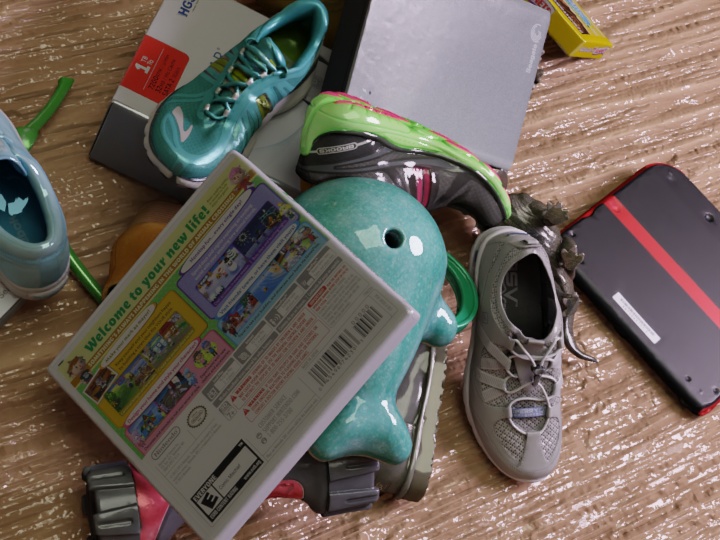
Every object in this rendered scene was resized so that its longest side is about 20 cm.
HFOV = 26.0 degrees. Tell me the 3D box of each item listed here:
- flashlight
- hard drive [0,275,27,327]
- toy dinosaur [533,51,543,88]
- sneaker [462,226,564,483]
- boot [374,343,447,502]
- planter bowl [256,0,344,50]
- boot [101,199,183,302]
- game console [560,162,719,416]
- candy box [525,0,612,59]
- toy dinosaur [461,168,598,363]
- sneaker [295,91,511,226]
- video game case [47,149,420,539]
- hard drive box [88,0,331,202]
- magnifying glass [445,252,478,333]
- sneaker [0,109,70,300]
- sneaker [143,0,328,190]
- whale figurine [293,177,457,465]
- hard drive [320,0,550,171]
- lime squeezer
[{"bbox_3d":[-0.088,0.154,1.070,0.200,0.068,0.068,-4,62,-17],"label":"flashlight"},{"bbox_3d":[-0.333,-0.024,1.106,0.200,0.027,0.132,38,52,0],"label":"hard drive"},{"bbox_3d":[0.107,-0.204,1.381,0.102,0.077,0.200,35,55,-20],"label":"toy dinosaur"},{"bbox_3d":[0.120,0.066,1.195,0.075,0.082,0.200,-9,93,-12],"label":"sneaker"},{"bbox_3d":[-0.039,0.079,1.163,0.200,0.073,0.182,14,54,-9],"label":"boot"},{"bbox_3d":[0.004,-0.228,1.321,0.200,0.200,0.084,-23,106,-34],"label":"planter bowl"},{"bbox_3d":[-0.085,0.013,1.144,0.201,0.071,0.144,12,30,-7],"label":"boot"},{"bbox_3d":[0.279,0.010,1.374,0.177,0.031,0.200,-36,80,-32],"label":"game console"},{"bbox_3d":[0.154,-0.279,1.461,0.200,0.026,0.102,52,20,10],"label":"candy box"},{"bbox_3d":[0.149,-0.016,1.290,0.077,0.102,0.200,-43,101,5],"label":"toy dinosaur"},{"bbox_3d":[0.030,-0.072,1.193,0.200,0.084,0.077,20,12,-33],"label":"sneaker"},{"bbox_3d":[-0.088,0.048,1.025,0.182,0.022,0.200,42,93,26],"label":"video game case"},{"bbox_3d":[-0.092,-0.121,1.247,0.200,0.077,0.156,25,53,-9],"label":"hard drive box"},{"bbox_3d":[0.000,0.000,1.158,0.200,0.022,0.080,17,49,-27],"label":"magnifying glass"},{"bbox_3d":[-0.261,-0.078,1.100,0.074,0.082,0.200,-31,77,-27],"label":"sneaker"},{"bbox_3d":[-0.090,-0.138,1.159,0.077,0.080,0.200,38,53,0],"label":"sneaker"},{"bbox_3d":[0.003,0.030,1.066,0.159,0.104,0.200,8,66,-24],"label":"whale figurine"},{"bbox_3d":[0.063,-0.169,1.253,0.200,0.033,0.140,13,93,-43],"label":"hard drive"},{"bbox_3d":[-0.239,-0.066,1.178,0.071,0.038,0.200,23,46,-51],"label":"lime squeezer"}]
